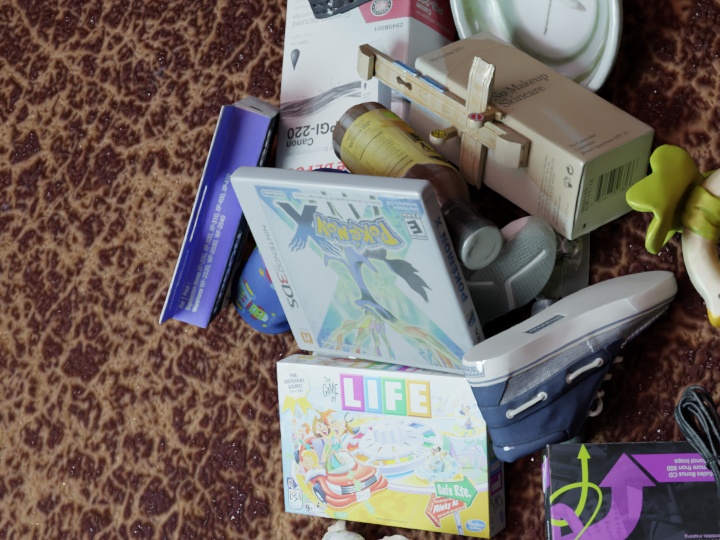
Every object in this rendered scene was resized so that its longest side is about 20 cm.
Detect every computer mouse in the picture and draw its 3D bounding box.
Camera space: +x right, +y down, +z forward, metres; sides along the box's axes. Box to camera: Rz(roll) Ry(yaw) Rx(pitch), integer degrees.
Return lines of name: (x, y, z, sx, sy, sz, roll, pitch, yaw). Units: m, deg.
computer mouse: (0.340, 0.109, 1.418, 0.199, 0.046, 0.142, -27, 64, 13)

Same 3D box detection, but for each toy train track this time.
toy train track: (0.059, -0.136, 1.589, 0.199, 0.032, 0.116, 36, 134, 37)

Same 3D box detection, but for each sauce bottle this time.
sauce bottle: (0.048, -0.068, 1.569, 0.065, 0.064, 0.200, -53, 46, 10)

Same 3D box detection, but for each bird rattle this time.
bird rattle: (0.317, -0.043, 1.494, 0.198, 0.113, 0.165, -18, 78, 16)

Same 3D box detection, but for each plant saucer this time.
plant saucer: (0.160, -0.236, 1.636, 0.199, 0.050, 0.202, 26, 125, 43)

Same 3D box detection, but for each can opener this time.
can opener: (0.159, 0.046, 1.594, 0.067, 0.053, 0.202, 155, 121, -64)

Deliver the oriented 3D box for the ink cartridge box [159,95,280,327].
ink cartridge box: (-0.121, -0.053, 1.711, 0.043, 0.200, 0.200, 17, 98, 2)

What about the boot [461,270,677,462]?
boot: (0.176, 0.074, 1.527, 0.073, 0.198, 0.091, 16, 127, 67)

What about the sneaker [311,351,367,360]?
sneaker: (0.010, 0.067, 1.676, 0.084, 0.073, 0.202, 31, 104, 30)

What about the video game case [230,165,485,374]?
video game case: (0.000, 0.000, 1.559, 0.198, 0.184, 0.022, 6, 40, 38)

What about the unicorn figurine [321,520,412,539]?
unicorn figurine: (0.002, 0.264, 1.574, 0.200, 0.073, 0.139, 31, 106, 55)

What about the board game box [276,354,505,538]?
board game box: (0.025, 0.146, 1.612, 0.198, 0.034, 0.136, 3, 102, 29)

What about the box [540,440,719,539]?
box: (0.215, 0.231, 1.453, 0.141, 0.036, 0.202, -2, 73, -2)

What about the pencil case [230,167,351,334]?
pencil case: (-0.050, -0.019, 1.681, 0.087, 0.078, 0.200, -53, 2, -35)

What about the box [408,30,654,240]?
box: (0.139, -0.117, 1.602, 0.199, 0.094, 0.078, 35, 135, 34)

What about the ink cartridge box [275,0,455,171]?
ink cartridge box: (0.004, -0.153, 1.731, 0.144, 0.085, 0.202, -6, 75, 34)

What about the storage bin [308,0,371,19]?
storage bin: (-0.002, -0.308, 1.696, 0.134, 0.094, 0.200, -23, 21, 3)

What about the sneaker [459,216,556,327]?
sneaker: (0.093, 0.010, 1.597, 0.201, 0.070, 0.081, -51, 35, 41)
